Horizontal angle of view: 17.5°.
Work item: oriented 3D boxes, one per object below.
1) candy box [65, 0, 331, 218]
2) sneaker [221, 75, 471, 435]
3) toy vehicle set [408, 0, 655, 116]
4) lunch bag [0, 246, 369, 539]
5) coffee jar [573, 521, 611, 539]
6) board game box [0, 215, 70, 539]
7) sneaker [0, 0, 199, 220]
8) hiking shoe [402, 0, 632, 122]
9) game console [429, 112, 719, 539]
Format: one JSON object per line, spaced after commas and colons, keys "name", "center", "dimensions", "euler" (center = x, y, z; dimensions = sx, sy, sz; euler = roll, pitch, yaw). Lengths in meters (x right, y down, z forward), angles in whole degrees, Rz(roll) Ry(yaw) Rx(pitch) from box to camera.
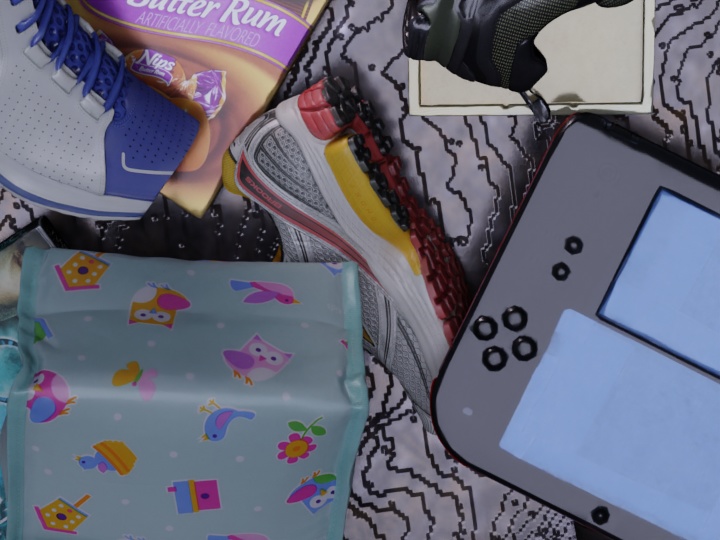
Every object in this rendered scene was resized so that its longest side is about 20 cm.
{"name": "candy box", "center": [-0.077, -0.142, 1.162], "dimensions": [0.116, 0.056, 0.201], "euler": [30, 97, -2]}
{"name": "sneaker", "center": [0.000, 0.000, 1.163], "dimensions": [0.082, 0.078, 0.201], "euler": [-22, 113, 17]}
{"name": "toy vehicle set", "center": [0.085, -0.177, 1.165], "dimensions": [0.124, 0.027, 0.201], "euler": [1, 99, 2]}
{"name": "lunch bag", "center": [-0.089, 0.096, 1.125], "dimensions": [0.169, 0.122, 0.201], "euler": [4, 132, -8]}
{"name": "coffee jar", "center": [0.155, 0.061, 1.169], "dimensions": [0.104, 0.085, 0.201], "euler": [-2, 99, 3]}
{"name": "board game box", "center": [-0.156, 0.088, 1.198], "dimensions": [0.135, 0.028, 0.200], "euler": [-35, 105, 7]}
{"name": "sneaker", "center": [-0.158, -0.110, 1.071], "dimensions": [0.199, 0.081, 0.115], "euler": [27, 128, -13]}
{"name": "hiking shoe", "center": [0.101, -0.175, 1.122], "dimensions": [0.100, 0.076, 0.201], "euler": [26, 108, -11]}
{"name": "game console", "center": [0.149, 0.044, 1.108], "dimensions": [0.199, 0.031, 0.178], "euler": [26, 101, 1]}
